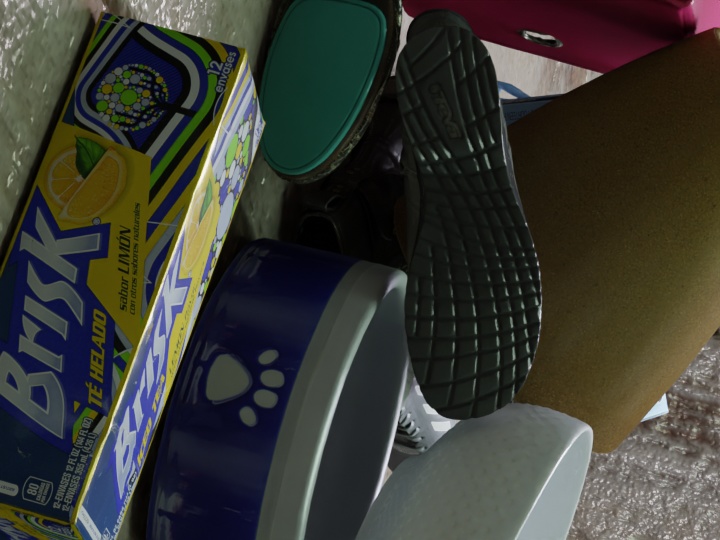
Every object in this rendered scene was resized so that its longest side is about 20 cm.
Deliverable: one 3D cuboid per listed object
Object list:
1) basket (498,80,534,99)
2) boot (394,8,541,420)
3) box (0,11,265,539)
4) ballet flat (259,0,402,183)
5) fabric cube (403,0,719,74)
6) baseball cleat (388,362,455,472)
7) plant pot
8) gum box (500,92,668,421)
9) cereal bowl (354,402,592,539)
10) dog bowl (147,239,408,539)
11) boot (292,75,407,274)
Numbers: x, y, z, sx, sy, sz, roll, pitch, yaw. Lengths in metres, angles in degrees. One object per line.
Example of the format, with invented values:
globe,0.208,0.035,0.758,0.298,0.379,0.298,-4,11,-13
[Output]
basket,0.101,-0.038,1.751,0.200,0.138,0.177,-149,-108,-66
boot,0.055,-0.032,1.272,0.132,0.069,0.201,-71,160,-83
box,-0.099,0.008,0.960,0.070,0.064,0.201,78,28,-67
ballet flat,-0.002,-0.143,1.233,0.075,0.067,0.201,-19,120,-66
fabric cube,0.125,-0.236,1.418,0.199,0.195,0.201,39,67,-78
baseball cleat,0.017,0.086,1.664,0.107,0.069,0.201,-56,149,-43
plant pot,0.152,-0.032,1.371,0.200,0.187,0.186,-41,180,19
gum box,0.106,-0.007,1.553,0.044,0.169,0.201,-13,96,-37
cereal bowl,0.044,0.156,1.289,0.201,0.083,0.201,-58,163,-29
dog bowl,-0.039,0.088,1.284,0.200,0.078,0.201,14,90,-79
boot,0.000,0.000,1.457,0.174,0.069,0.201,-62,152,-48
